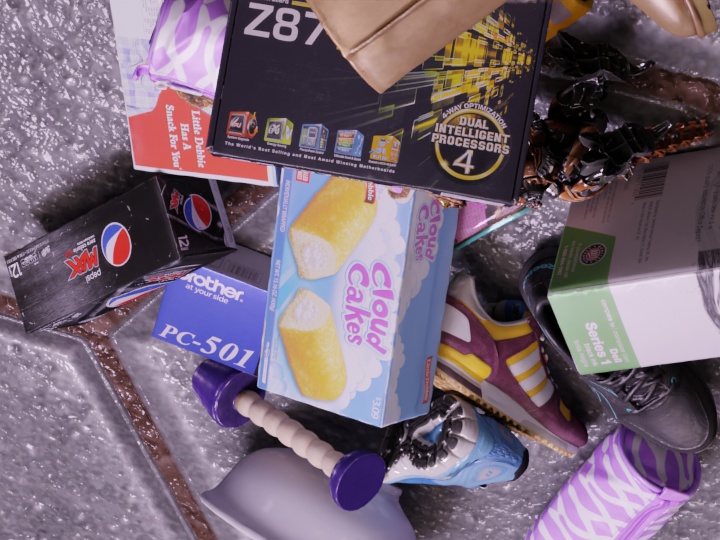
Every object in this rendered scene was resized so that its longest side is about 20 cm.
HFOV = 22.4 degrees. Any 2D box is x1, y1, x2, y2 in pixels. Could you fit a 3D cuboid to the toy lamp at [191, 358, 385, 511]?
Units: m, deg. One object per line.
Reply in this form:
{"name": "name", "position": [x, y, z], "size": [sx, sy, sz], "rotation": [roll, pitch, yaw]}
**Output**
{"name": "toy lamp", "position": [-0.066, 0.127, 1.476], "size": [0.200, 0.058, 0.058], "rotation": [31, 143, 42]}

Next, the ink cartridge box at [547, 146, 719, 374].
{"name": "ink cartridge box", "position": [0.244, -0.014, 1.254], "size": [0.200, 0.146, 0.084], "rotation": [-8, 126, 25]}

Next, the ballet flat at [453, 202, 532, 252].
{"name": "ballet flat", "position": [0.048, -0.030, 1.368], "size": [0.200, 0.069, 0.071], "rotation": [-38, 91, 33]}

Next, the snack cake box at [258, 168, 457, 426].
{"name": "snack cake box", "position": [0.000, 0.000, 1.320], "size": [0.115, 0.067, 0.200], "rotation": [15, 104, 33]}

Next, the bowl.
{"name": "bowl", "position": [-0.027, 0.202, 1.530], "size": [0.201, 0.201, 0.090], "rotation": [29, 87, -6]}

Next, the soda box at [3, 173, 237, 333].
{"name": "soda box", "position": [-0.190, -0.012, 1.423], "size": [0.200, 0.063, 0.071], "rotation": [-23, 81, 41]}

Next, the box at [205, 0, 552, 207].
{"name": "box", "position": [0.014, -0.134, 1.145], "size": [0.200, 0.049, 0.161], "rotation": [11, 89, 1]}

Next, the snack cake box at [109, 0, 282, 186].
{"name": "snack cake box", "position": [-0.111, -0.163, 1.303], "size": [0.115, 0.067, 0.200], "rotation": [7, 130, 11]}

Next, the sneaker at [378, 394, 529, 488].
{"name": "sneaker", "position": [0.072, 0.148, 1.443], "size": [0.090, 0.078, 0.200], "rotation": [24, 171, -15]}

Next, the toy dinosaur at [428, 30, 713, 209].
{"name": "toy dinosaur", "position": [0.144, -0.090, 1.241], "size": [0.102, 0.200, 0.136], "rotation": [54, 154, 12]}

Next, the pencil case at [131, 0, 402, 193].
{"name": "pencil case", "position": [-0.049, -0.129, 1.208], "size": [0.200, 0.086, 0.084], "rotation": [21, 165, 1]}

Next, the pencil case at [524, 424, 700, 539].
{"name": "pencil case", "position": [0.197, 0.205, 1.477], "size": [0.084, 0.086, 0.200], "rotation": [18, 131, -13]}

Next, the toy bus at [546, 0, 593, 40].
{"name": "toy bus", "position": [0.062, -0.165, 1.246], "size": [0.078, 0.065, 0.200], "rotation": [43, 128, -19]}

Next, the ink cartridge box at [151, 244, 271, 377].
{"name": "ink cartridge box", "position": [-0.062, 0.045, 1.470], "size": [0.200, 0.044, 0.094], "rotation": [21, 130, 1]}

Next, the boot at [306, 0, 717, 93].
{"name": "boot", "position": [0.087, -0.167, 1.081], "size": [0.200, 0.066, 0.175], "rotation": [-32, 98, 15]}

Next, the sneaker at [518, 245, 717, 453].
{"name": "sneaker", "position": [0.191, 0.072, 1.364], "size": [0.200, 0.079, 0.075], "rotation": [44, 108, -8]}

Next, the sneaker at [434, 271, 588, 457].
{"name": "sneaker", "position": [0.124, 0.075, 1.417], "size": [0.200, 0.090, 0.075], "rotation": [33, 171, -41]}
